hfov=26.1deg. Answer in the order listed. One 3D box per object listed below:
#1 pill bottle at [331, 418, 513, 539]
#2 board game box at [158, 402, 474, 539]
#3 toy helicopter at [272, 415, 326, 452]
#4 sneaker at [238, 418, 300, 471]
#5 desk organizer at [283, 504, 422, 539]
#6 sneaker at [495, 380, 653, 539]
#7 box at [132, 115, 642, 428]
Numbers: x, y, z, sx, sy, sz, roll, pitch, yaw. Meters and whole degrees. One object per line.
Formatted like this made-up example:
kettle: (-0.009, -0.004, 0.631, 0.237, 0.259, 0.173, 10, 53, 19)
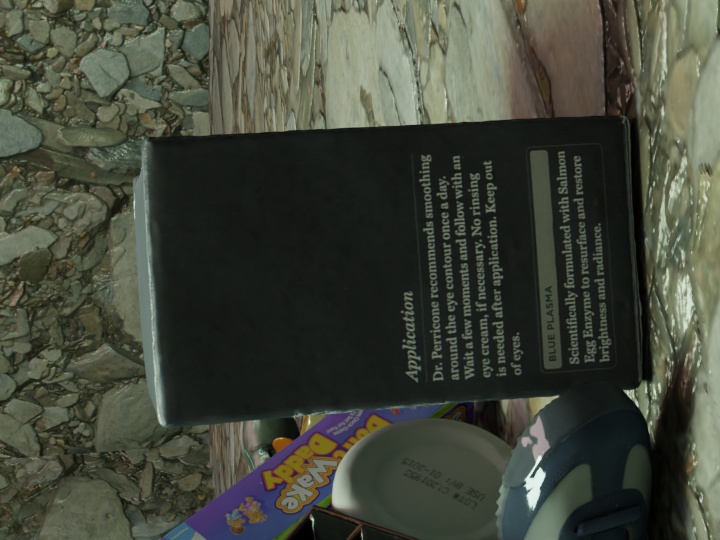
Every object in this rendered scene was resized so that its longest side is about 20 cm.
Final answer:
pill bottle: (0.035, 0.186, 0.834, 0.109, 0.108, 0.200, -106, 15, -53)
board game box: (-0.018, 0.151, 0.877, 0.045, 0.200, 0.135, 31, 140, 33)
toy helicopter: (-0.060, 0.210, 1.599, 0.132, 0.079, 0.201, -92, 14, -63)
sneaker: (-0.085, 0.235, 1.747, 0.079, 0.075, 0.201, 171, 90, -67)
desk organizer: (-0.006, 0.160, 0.688, 0.200, 0.072, 0.077, -3, 98, 66)
sneaker: (0.097, 0.140, 0.617, 0.082, 0.070, 0.201, 46, 144, 50)
box: (0.000, 0.000, 0.704, 0.197, 0.199, 0.118, 174, 93, -81)
